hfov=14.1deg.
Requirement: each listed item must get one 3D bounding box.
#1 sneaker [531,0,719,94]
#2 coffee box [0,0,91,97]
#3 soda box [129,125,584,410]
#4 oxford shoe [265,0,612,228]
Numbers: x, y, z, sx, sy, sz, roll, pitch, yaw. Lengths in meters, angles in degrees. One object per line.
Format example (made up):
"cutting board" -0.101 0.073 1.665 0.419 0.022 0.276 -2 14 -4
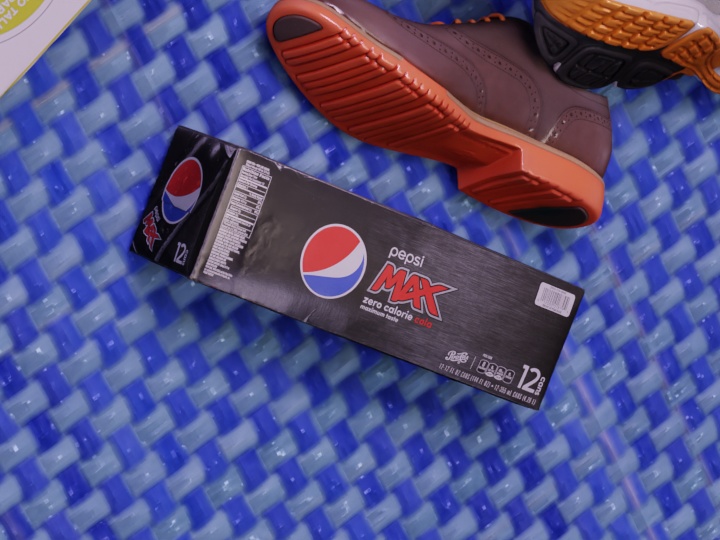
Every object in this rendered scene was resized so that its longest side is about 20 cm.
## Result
"sneaker" 0.145 -0.137 1.370 0.200 0.076 0.092 4 68 -47
"coffee box" -0.178 -0.202 1.102 0.200 0.200 0.198 -50 119 -12
"soda box" 0.000 0.000 1.321 0.200 0.071 0.064 22 90 -31
"oxford shoe" 0.038 -0.090 1.337 0.200 0.071 0.073 31 65 -36
